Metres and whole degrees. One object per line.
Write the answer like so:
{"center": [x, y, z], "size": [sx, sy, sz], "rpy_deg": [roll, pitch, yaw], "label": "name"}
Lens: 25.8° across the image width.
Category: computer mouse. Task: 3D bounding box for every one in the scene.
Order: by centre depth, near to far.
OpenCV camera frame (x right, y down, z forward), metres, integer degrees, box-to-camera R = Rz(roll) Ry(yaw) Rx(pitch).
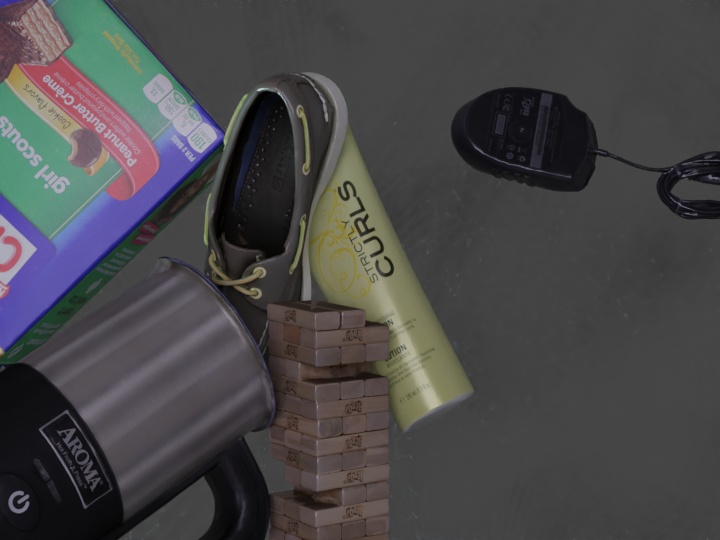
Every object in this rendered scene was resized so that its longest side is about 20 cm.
{"center": [0.152, -0.066, 0.963], "size": [0.197, 0.034, 0.059], "rpy_deg": [15, 70, 1], "label": "computer mouse"}

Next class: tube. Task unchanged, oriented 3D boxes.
{"center": [0.000, 0.000, 0.960], "size": [0.058, 0.052, 0.202], "rpy_deg": [-22, 77, -25], "label": "tube"}

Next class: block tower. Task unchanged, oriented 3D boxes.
{"center": [-0.019, 0.121, 0.919], "size": [0.053, 0.058, 0.203], "rpy_deg": [-4, 97, -35], "label": "block tower"}

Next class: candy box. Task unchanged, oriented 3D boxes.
{"center": [-0.202, -0.068, 0.969], "size": [0.200, 0.077, 0.169], "rpy_deg": [-44, 83, 2], "label": "candy box"}

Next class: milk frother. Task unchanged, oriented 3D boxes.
{"center": [-0.169, 0.110, 0.922], "size": [0.187, 0.199, 0.182], "rpy_deg": [-33, 118, -29], "label": "milk frother"}

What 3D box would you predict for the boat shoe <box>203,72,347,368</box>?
{"center": [-0.063, -0.019, 0.938], "size": [0.071, 0.060, 0.204], "rpy_deg": [20, 103, 24], "label": "boat shoe"}
